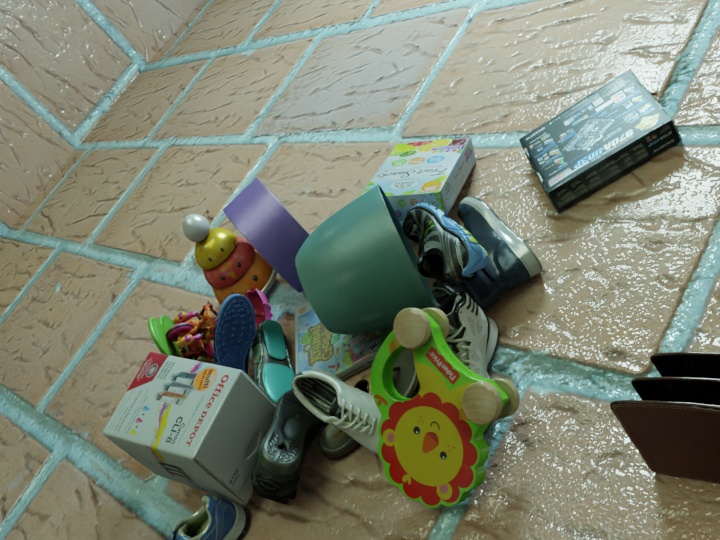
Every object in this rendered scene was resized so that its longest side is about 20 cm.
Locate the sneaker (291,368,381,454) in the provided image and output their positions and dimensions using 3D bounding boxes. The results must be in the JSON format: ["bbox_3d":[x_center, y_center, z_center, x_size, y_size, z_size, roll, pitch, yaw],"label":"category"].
[{"bbox_3d":[-0.010,0.193,1.051,0.198,0.071,0.074,23,96,25],"label":"sneaker"}]

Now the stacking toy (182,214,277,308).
[{"bbox_3d":[-0.263,-0.028,1.480,0.145,0.200,0.147,-27,38,23],"label":"stacking toy"}]

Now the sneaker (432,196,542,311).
[{"bbox_3d":[0.154,-0.019,1.161,0.146,0.077,0.203,-38,36,3],"label":"sneaker"}]

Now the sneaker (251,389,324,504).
[{"bbox_3d":[-0.104,0.252,1.133,0.200,0.075,0.115,-66,-3,-62],"label":"sneaker"}]

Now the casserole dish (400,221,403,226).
[{"bbox_3d":[0.036,-0.080,1.380,0.199,0.039,0.122,-28,38,22],"label":"casserole dish"}]

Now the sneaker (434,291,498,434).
[{"bbox_3d":[0.120,0.115,1.020,0.075,0.115,0.202,-17,42,31],"label":"sneaker"}]

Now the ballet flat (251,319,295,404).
[{"bbox_3d":[-0.144,0.168,1.286,0.074,0.074,0.201,-32,34,15],"label":"ballet flat"}]

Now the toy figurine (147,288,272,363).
[{"bbox_3d":[-0.244,0.093,1.371,0.183,0.200,0.151,-30,65,-1],"label":"toy figurine"}]

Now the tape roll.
[{"bbox_3d":[-0.145,-0.062,1.398,0.085,0.200,0.200,-44,35,-1],"label":"tape roll"}]

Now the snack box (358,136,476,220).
[{"bbox_3d":[0.098,-0.152,1.307,0.141,0.053,0.201,-3,32,27],"label":"snack box"}]

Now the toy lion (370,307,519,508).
[{"bbox_3d":[0.082,0.175,0.964,0.200,0.068,0.193,47,113,26],"label":"toy lion"}]

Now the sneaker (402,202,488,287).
[{"bbox_3d":[0.101,-0.035,1.107,0.083,0.071,0.200,-43,30,-1],"label":"sneaker"}]

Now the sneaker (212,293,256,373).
[{"bbox_3d":[-0.214,0.132,1.304,0.078,0.069,0.203,-152,66,-65],"label":"sneaker"}]

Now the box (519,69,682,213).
[{"bbox_3d":[0.348,-0.195,1.178,0.199,0.046,0.160,-32,36,16],"label":"box"}]

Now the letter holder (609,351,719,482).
[{"bbox_3d":[0.357,0.127,0.746,0.198,0.142,0.101,-2,52,44],"label":"letter holder"}]

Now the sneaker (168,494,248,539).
[{"bbox_3d":[-0.251,0.401,1.126,0.200,0.077,0.075,-50,35,-9],"label":"sneaker"}]

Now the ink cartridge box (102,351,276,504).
[{"bbox_3d":[-0.239,0.228,1.166,0.198,0.145,0.146,5,55,35],"label":"ink cartridge box"}]

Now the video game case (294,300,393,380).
[{"bbox_3d":[-0.030,0.093,1.277,0.181,0.022,0.201,-30,37,19],"label":"video game case"}]

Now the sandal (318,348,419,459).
[{"bbox_3d":[0.010,0.180,1.115,0.200,0.055,0.082,-41,35,4],"label":"sandal"}]

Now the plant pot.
[{"bbox_3d":[0.000,0.000,1.165,0.159,0.202,0.202,-25,37,7],"label":"plant pot"}]
